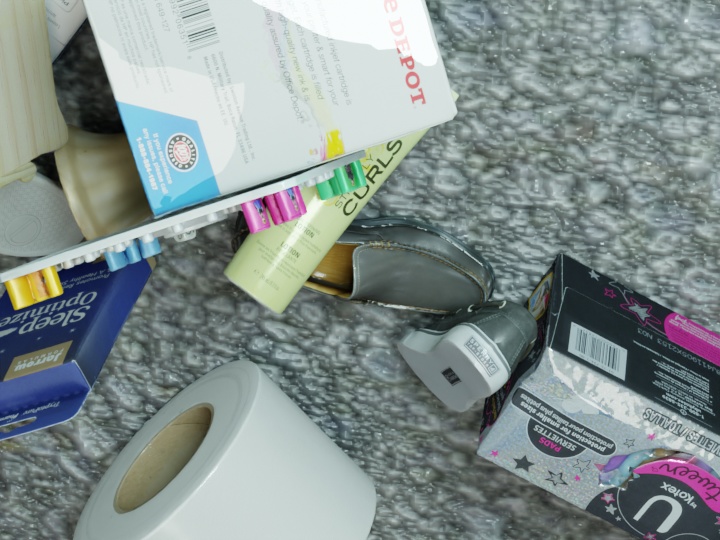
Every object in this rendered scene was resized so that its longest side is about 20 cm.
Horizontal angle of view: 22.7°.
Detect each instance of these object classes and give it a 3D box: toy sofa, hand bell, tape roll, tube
[{"bbox_3d":[-0.266,-0.155,1.196,0.082,0.097,0.202,20,128,32],"label":"toy sofa"},{"bbox_3d":[-0.108,-0.091,1.283,0.198,0.104,0.105,-21,118,9],"label":"hand bell"},{"bbox_3d":[-0.105,0.189,1.382,0.202,0.203,0.139,-34,112,29],"label":"tape roll"},{"bbox_3d":[-0.019,-0.065,1.249,0.201,0.052,0.058,-54,144,0],"label":"tube"}]

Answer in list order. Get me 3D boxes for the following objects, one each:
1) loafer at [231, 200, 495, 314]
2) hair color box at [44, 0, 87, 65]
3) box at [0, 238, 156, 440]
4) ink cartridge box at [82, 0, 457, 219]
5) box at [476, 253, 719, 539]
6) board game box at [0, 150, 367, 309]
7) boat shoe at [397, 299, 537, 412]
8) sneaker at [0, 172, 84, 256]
[{"bbox_3d":[0.000,0.000,1.312,0.198,0.073,0.073,13,124,2],"label":"loafer"},{"bbox_3d":[-0.225,-0.205,1.229,0.100,0.061,0.200,38,123,-11],"label":"hair color box"},{"bbox_3d":[-0.233,0.053,1.318,0.120,0.201,0.033,-16,119,21],"label":"box"},{"bbox_3d":[-0.058,-0.142,1.131,0.198,0.145,0.149,-17,102,-2],"label":"ink cartridge box"},{"bbox_3d":[0.198,0.105,1.303,0.199,0.133,0.115,27,123,-6],"label":"box"},{"bbox_3d":[-0.105,-0.028,1.143,0.198,0.200,0.026,-17,94,15],"label":"board game box"},{"bbox_3d":[0.080,0.059,1.294,0.057,0.200,0.069,-41,94,-12],"label":"boat shoe"},{"bbox_3d":[-0.296,-0.074,1.334,0.199,0.099,0.071,17,115,-38],"label":"sneaker"}]
